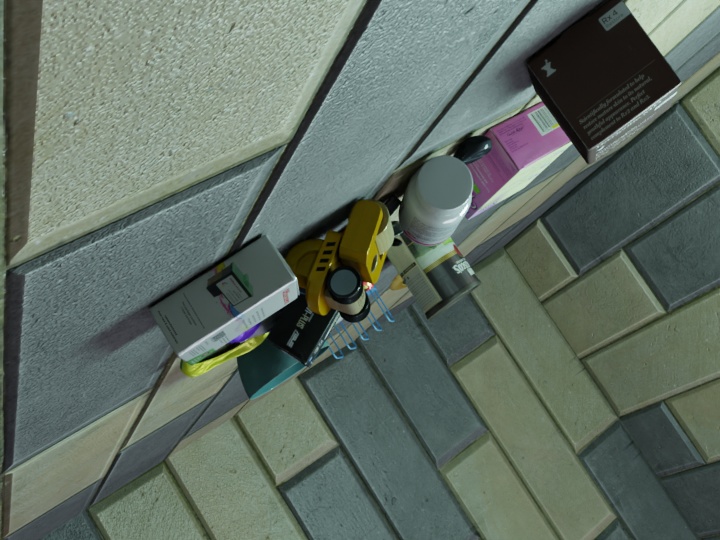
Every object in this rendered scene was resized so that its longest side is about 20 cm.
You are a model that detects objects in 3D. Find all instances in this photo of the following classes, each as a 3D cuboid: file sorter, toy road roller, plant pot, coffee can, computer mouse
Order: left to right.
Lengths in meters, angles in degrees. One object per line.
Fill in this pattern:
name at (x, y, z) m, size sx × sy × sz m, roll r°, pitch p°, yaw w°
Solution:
plant pot at (-0.180, 0.155, 1.816) m, size 0.199 × 0.136 × 0.200 m, roll -34°, pitch 172°, yaw -5°
toy road roller at (-0.039, -0.024, 1.456) m, size 0.123 × 0.144 × 0.202 m, roll 69°, pitch 40°, yaw -67°
file sorter at (-0.015, 0.146, 2.504) m, size 0.199 × 0.124 × 0.139 m, roll -35°, pitch 173°, yaw 5°
coffee can at (0.155, -0.014, 1.957) m, size 0.145 × 0.201 × 0.146 m, roll -33°, pitch 173°, yaw -5°
computer mouse at (0.173, -0.197, 1.584) m, size 0.058 × 0.034 × 0.200 m, roll -19°, pitch 172°, yaw -31°

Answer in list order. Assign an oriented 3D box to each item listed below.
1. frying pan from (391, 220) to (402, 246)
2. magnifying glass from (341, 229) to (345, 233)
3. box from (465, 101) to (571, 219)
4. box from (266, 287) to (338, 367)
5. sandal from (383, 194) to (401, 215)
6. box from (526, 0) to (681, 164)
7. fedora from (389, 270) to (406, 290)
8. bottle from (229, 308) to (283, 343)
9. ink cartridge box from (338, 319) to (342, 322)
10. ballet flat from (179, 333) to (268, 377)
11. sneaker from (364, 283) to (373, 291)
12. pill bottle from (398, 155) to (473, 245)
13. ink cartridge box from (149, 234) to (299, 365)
frying pan at (0.031, -0.058, 1.650) m, size 0.114 × 0.031 × 0.190 m, roll -23°, pitch -172°, yaw 12°
magnifying glass at (-0.093, -0.024, 1.543) m, size 0.198 × 0.023 × 0.080 m, roll -29°, pitch 170°, yaw -26°
box at (0.284, -0.212, 1.687) m, size 0.175 × 0.097 × 0.200 m, roll -30°, pitch 170°, yaw -31°
box at (-0.089, 0.084, 1.610) m, size 0.165 × 0.085 × 0.200 m, roll -59°, pitch 177°, yaw -8°
sandal at (0.010, -0.051, 1.584) m, size 0.200 × 0.043 × 0.076 m, roll -46°, pitch -173°, yaw 31°
box at (0.373, -0.286, 1.358) m, size 0.165 × 0.165 × 0.200 m, roll -35°, pitch 172°, yaw 13°
fedora at (0.138, -0.028, 2.243) m, size 0.199 × 0.082 × 0.201 m, roll -31°, pitch 167°, yaw -8°
bottle at (-0.206, 0.086, 1.555) m, size 0.083 × 0.066 × 0.199 m, roll -43°, pitch 169°, yaw 22°
ink cartridge box at (-0.090, 0.083, 1.951) m, size 0.147 × 0.086 × 0.200 m, roll -30°, pitch 173°, yaw -25°
ballet flat at (-0.257, 0.136, 1.680) m, size 0.198 × 0.067 × 0.067 m, roll -30°, pitch 150°, yaw -19°
sneaker at (0.000, 0.000, 1.777) m, size 0.076 × 0.086 × 0.200 m, roll -23°, pitch 174°, yaw 8°
pill bottle at (0.131, -0.121, 1.531) m, size 0.113 × 0.114 × 0.200 m, roll -32°, pitch 172°, yaw -10°
ink cartridge box at (-0.194, 0.046, 1.291) m, size 0.199 × 0.085 × 0.145 m, roll -33°, pitch 172°, yaw -9°
